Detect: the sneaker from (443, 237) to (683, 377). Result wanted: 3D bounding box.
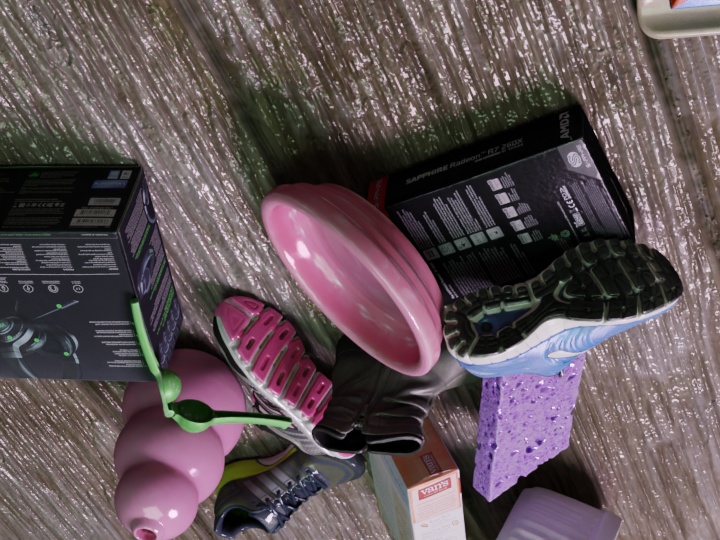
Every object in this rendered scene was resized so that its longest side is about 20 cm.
[{"bbox_3d":[0.168,0.037,0.971,0.198,0.079,0.089,-17,152,4],"label":"sneaker"}]

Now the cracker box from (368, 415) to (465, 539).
[{"bbox_3d":[0.056,0.225,1.179,0.057,0.134,0.201,-19,132,-10],"label":"cracker box"}]

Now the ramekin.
[{"bbox_3d":[0.179,0.321,1.210,0.104,0.200,0.201,26,134,14],"label":"ramekin"}]

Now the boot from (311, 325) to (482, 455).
[{"bbox_3d":[0.059,0.119,1.089,0.198,0.131,0.068,-5,131,14],"label":"boot"}]

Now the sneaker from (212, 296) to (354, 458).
[{"bbox_3d":[-0.084,0.112,1.145,0.087,0.074,0.200,-21,117,47],"label":"sneaker"}]

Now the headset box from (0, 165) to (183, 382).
[{"bbox_3d":[-0.268,0.011,1.074,0.172,0.093,0.201,0,132,9],"label":"headset box"}]

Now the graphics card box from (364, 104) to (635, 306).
[{"bbox_3d":[0.117,-0.048,0.984,0.199,0.051,0.126,-18,127,25],"label":"graphics card box"}]

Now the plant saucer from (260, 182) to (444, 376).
[{"bbox_3d":[0.000,0.000,0.989,0.200,0.051,0.201,42,163,16],"label":"plant saucer"}]

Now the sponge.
[{"bbox_3d":[0.159,0.120,1.096,0.111,0.030,0.201,-27,139,-27],"label":"sponge"}]

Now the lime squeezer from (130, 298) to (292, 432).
[{"bbox_3d":[-0.155,0.108,1.059,0.070,0.038,0.200,-32,121,26],"label":"lime squeezer"}]

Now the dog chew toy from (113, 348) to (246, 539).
[{"bbox_3d":[-0.181,0.172,1.132,0.123,0.201,0.125,4,132,5],"label":"dog chew toy"}]

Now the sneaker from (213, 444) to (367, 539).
[{"bbox_3d":[-0.078,0.238,1.254,0.199,0.081,0.074,-26,123,29],"label":"sneaker"}]

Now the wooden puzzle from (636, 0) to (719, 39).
[{"bbox_3d":[0.278,-0.246,0.780,0.183,0.047,0.201,-2,131,12],"label":"wooden puzzle"}]
